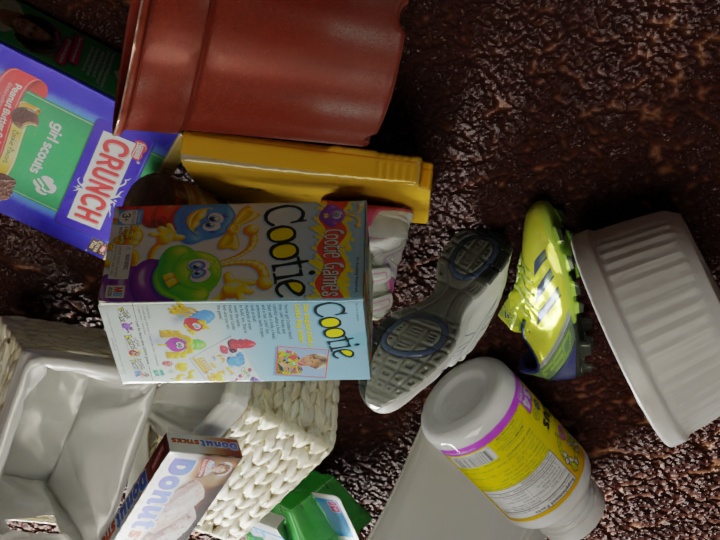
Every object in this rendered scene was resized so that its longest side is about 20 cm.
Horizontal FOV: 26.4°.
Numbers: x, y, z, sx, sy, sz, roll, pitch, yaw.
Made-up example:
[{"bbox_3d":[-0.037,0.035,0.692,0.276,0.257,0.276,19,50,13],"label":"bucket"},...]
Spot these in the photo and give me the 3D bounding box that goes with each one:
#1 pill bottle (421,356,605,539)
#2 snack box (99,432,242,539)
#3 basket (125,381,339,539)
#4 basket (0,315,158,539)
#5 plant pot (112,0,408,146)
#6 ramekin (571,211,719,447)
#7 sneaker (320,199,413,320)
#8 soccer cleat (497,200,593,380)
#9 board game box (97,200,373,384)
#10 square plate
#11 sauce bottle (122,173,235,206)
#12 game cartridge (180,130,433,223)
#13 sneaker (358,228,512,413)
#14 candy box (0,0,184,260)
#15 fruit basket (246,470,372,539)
[{"bbox_3d":[0.155,0.181,1.495,0.104,0.104,0.200,-27,123,27],"label":"pill bottle"},{"bbox_3d":[-0.181,0.218,1.412,0.072,0.024,0.200,10,134,-28],"label":"snack box"},{"bbox_3d":[-0.120,0.151,1.478,0.123,0.136,0.200,28,128,-22],"label":"basket"},{"bbox_3d":[-0.296,0.152,1.458,0.135,0.123,0.200,11,108,-32],"label":"basket"},{"bbox_3d":[-0.075,-0.183,1.163,0.195,0.201,0.201,10,132,-12],"label":"plant pot"},{"bbox_3d":[0.263,0.041,1.306,0.094,0.202,0.202,-26,124,14],"label":"ramekin"},{"bbox_3d":[0.000,0.000,1.318,0.081,0.088,0.200,6,161,2],"label":"sneaker"},{"bbox_3d":[0.161,0.025,1.385,0.084,0.065,0.200,-4,130,14],"label":"soccer cleat"},{"bbox_3d":[-0.092,0.017,1.206,0.200,0.103,0.105,-1,140,4],"label":"board game box"},{"bbox_3d":[0.091,0.275,1.544,0.198,0.200,0.028,39,154,-24],"label":"square plate"},{"bbox_3d":[-0.119,-0.030,1.327,0.066,0.066,0.200,-27,155,27],"label":"sauce bottle"},{"bbox_3d":[-0.039,-0.076,1.280,0.200,0.032,0.176,5,172,2],"label":"game cartridge"},{"bbox_3d":[0.074,0.056,1.351,0.074,0.200,0.087,28,152,30],"label":"sneaker"},{"bbox_3d":[-0.258,-0.117,1.307,0.200,0.077,0.169,25,129,-16],"label":"candy box"},{"bbox_3d":[-0.043,0.302,1.581,0.185,0.094,0.200,7,120,55],"label":"fruit basket"}]
